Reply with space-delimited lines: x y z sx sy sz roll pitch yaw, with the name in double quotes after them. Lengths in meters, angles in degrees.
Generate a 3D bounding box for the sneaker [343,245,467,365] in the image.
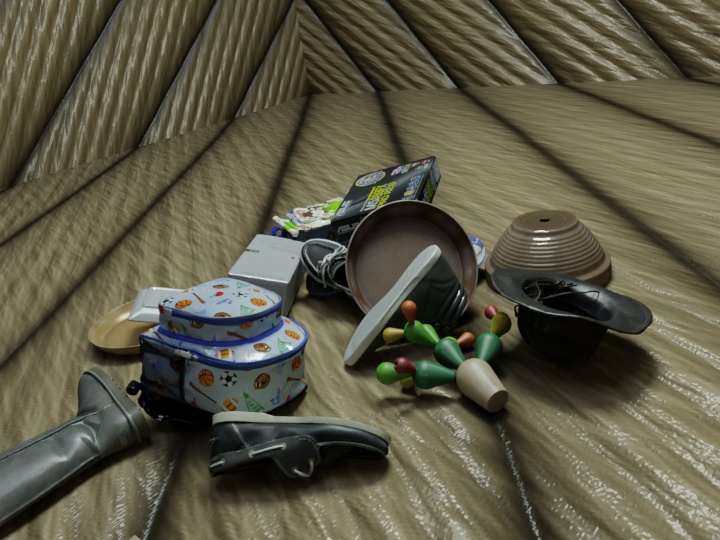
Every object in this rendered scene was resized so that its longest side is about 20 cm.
0.069 0.072 0.885 0.200 0.099 0.071 -48 13 -3 "sneaker"

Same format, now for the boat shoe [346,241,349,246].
0.071 -0.060 1.194 0.196 0.073 0.068 -5 -11 -11 "boat shoe"

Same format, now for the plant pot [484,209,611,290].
0.295 -0.037 1.032 0.197 0.094 0.202 -7 23 3 "plant pot"

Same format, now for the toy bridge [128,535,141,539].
-0.160 0.285 0.533 0.198 0.028 0.067 10 30 40 "toy bridge"

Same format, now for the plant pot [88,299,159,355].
-0.346 0.088 1.079 0.196 0.028 0.201 -9 22 4 "plant pot"

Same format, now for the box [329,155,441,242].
0.049 -0.128 1.140 0.157 0.045 0.201 -10 27 23 "box"

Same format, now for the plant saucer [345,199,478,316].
0.074 -0.002 0.957 0.196 0.204 0.035 -13 -11 -10 "plant saucer"

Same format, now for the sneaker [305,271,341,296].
0.000 0.000 1.105 0.197 0.079 0.077 -19 62 9 "sneaker"

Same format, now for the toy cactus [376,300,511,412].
0.122 0.102 0.791 0.197 0.104 0.165 -10 31 -25 "toy cactus"

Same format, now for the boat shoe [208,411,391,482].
-0.065 0.192 0.691 0.196 0.072 0.069 0 59 6 "boat shoe"

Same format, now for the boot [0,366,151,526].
-0.372 0.206 0.773 0.199 0.074 0.180 -33 29 -31 "boot"

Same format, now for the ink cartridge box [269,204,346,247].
-0.078 -0.075 1.299 0.196 0.078 0.137 -9 22 6 "ink cartridge box"

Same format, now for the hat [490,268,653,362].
0.251 0.063 0.810 0.196 0.082 0.201 10 16 -3 "hat"

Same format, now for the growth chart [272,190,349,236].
-0.073 -0.113 1.263 0.197 0.018 0.144 -21 26 -25 "growth chart"

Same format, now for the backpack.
-0.160 0.100 0.819 0.188 0.157 0.199 20 27 24 "backpack"

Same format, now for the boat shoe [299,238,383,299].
-0.033 0.000 1.030 0.074 0.068 0.199 -48 57 -3 "boat shoe"

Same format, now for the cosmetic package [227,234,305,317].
-0.153 0.008 1.090 0.100 0.075 0.200 9 19 0 "cosmetic package"

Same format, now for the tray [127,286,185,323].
-0.264 0.057 1.047 0.196 0.023 0.108 6 21 -11 "tray"

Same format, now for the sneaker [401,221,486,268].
0.123 -0.035 1.043 0.080 0.117 0.198 -16 12 44 "sneaker"
